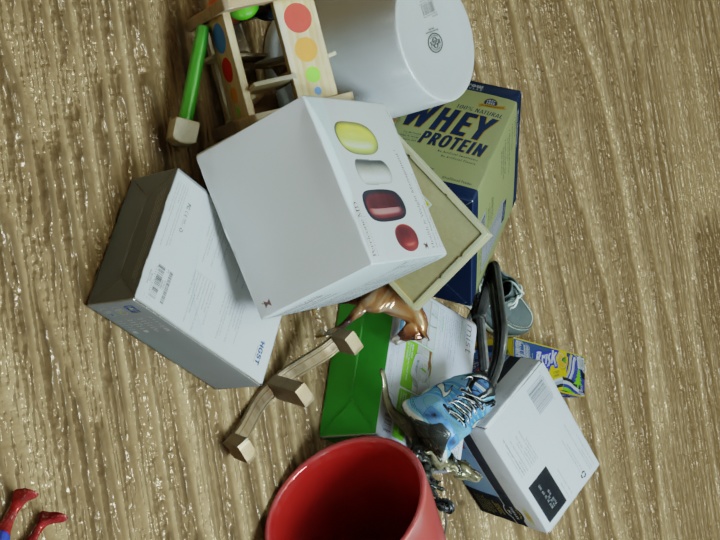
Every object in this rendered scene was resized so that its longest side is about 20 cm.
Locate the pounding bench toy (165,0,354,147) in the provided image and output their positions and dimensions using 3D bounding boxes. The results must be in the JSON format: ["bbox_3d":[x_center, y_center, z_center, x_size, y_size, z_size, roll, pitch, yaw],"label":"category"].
[{"bbox_3d":[-0.135,-0.231,1.421,0.199,0.124,0.157,-17,96,-26],"label":"pounding bench toy"}]

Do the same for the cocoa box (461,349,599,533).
[{"bbox_3d":[0.200,0.226,1.731,0.133,0.131,0.200,-46,120,-25],"label":"cocoa box"}]

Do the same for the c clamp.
[{"bbox_3d":[0.165,0.082,1.677,0.200,0.027,0.171,-91,-168,-54],"label":"c clamp"}]

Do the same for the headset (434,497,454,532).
[{"bbox_3d":[0.063,0.376,1.621,0.123,0.094,0.201,43,67,-43],"label":"headset"}]

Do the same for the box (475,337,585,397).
[{"bbox_3d":[0.247,0.143,1.873,0.200,0.070,0.065,17,72,-49],"label":"box"}]

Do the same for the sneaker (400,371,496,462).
[{"bbox_3d":[0.107,0.151,1.480,0.078,0.090,0.200,53,14,-1],"label":"sneaker"}]

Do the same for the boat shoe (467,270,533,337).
[{"bbox_3d":[0.198,0.040,1.838,0.200,0.062,0.073,36,57,-42],"label":"boat shoe"}]

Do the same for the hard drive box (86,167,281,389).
[{"bbox_3d":[-0.172,0.013,1.372,0.200,0.077,0.156,40,54,-39],"label":"hard drive box"}]

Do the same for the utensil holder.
[{"bbox_3d":[0.013,-0.258,1.555,0.170,0.199,0.171,11,75,-50],"label":"utensil holder"}]

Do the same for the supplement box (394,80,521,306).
[{"bbox_3d":[0.110,-0.104,1.637,0.200,0.134,0.200,86,24,-49],"label":"supplement box"}]

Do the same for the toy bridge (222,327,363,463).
[{"bbox_3d":[-0.080,0.135,1.463,0.200,0.067,0.027,-45,118,-25],"label":"toy bridge"}]

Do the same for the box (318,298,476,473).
[{"bbox_3d":[0.053,0.134,1.613,0.176,0.096,0.201,30,60,-45],"label":"box"}]

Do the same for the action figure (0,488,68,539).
[{"bbox_3d":[-0.311,0.291,1.136,0.065,0.099,0.200,48,52,-33],"label":"action figure"}]

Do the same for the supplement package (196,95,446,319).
[{"bbox_3d":[-0.037,-0.070,1.395,0.200,0.147,0.192,-10,76,-64],"label":"supplement package"}]

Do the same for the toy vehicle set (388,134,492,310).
[{"bbox_3d":[0.041,-0.069,1.498,0.200,0.124,0.027,48,11,13],"label":"toy vehicle set"}]

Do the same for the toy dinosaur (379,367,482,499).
[{"bbox_3d":[0.075,0.208,1.514,0.200,0.047,0.088,50,20,-29],"label":"toy dinosaur"}]

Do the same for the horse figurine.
[{"bbox_3d":[0.000,0.000,1.543,0.050,0.132,0.201,68,10,-67],"label":"horse figurine"}]

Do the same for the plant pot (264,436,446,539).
[{"bbox_3d":[0.013,0.321,1.472,0.201,0.200,0.178,-62,139,-37],"label":"plant pot"}]
